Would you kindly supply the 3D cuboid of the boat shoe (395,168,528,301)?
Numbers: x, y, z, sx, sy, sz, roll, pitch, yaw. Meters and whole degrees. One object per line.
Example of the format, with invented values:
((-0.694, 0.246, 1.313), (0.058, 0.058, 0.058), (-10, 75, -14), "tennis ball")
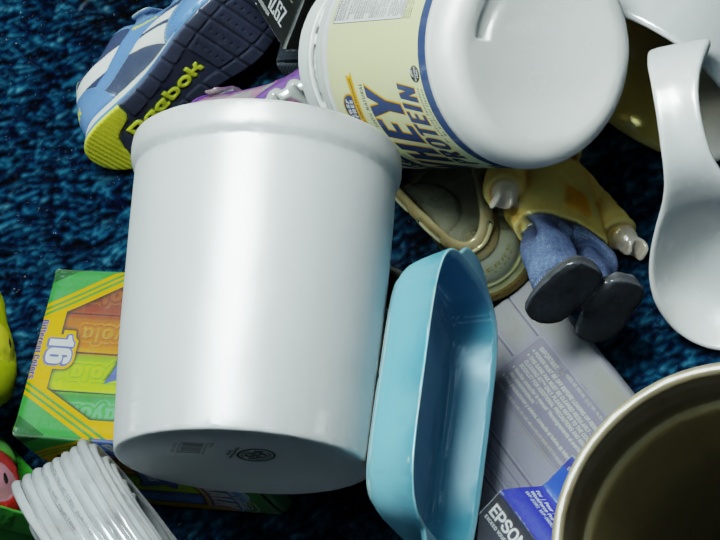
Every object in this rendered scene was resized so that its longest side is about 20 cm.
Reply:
((0.054, -0.062, 1.659), (0.073, 0.063, 0.201), (-32, 45, 7), "boat shoe")

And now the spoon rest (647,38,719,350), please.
((0.216, -0.039, 1.524), (0.099, 0.201, 0.061), (-11, 19, 21), "spoon rest")

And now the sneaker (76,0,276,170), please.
((-0.136, -0.166, 1.793), (0.200, 0.074, 0.082), (-40, 44, 12), "sneaker")

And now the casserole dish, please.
((0.043, 0.082, 1.478), (0.039, 0.121, 0.201), (-3, 63, 22), "casserole dish")

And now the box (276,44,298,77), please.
((0.036, -0.223, 1.769), (0.157, 0.051, 0.201), (2, 65, 24), "box")

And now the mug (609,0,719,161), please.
((0.209, -0.185, 1.621), (0.186, 0.150, 0.153), (26, 69, 26), "mug")

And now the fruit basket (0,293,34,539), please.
((-0.281, 0.104, 1.647), (0.216, 0.216, 0.155), (-47, 55, -5), "fruit basket")

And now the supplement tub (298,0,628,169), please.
((0.060, -0.137, 1.558), (0.200, 0.145, 0.146), (4, 61, 60), "supplement tub")

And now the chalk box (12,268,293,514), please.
((-0.106, 0.081, 1.628), (0.199, 0.124, 0.126), (1, 65, 25), "chalk box")

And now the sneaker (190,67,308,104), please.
((-0.078, -0.102, 1.735), (0.200, 0.080, 0.089), (-33, 43, 18), "sneaker")

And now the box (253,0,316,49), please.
((-0.032, -0.277, 1.694), (0.200, 0.086, 0.164), (58, 138, 37), "box")

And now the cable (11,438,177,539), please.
((-0.138, 0.198, 1.535), (0.069, 0.200, 0.200), (-36, 53, -4), "cable")

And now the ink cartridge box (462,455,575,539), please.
((0.081, 0.211, 1.498), (0.200, 0.039, 0.100), (-48, 53, 11), "ink cartridge box")

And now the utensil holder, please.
((-0.062, 0.020, 1.485), (0.169, 0.170, 0.201), (-5, 70, 22), "utensil holder")

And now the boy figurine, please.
((0.135, -0.042, 1.600), (0.065, 0.124, 0.201), (-51, 28, 34), "boy figurine")

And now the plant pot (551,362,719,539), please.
((0.228, 0.178, 1.396), (0.199, 0.174, 0.201), (-11, 59, 19), "plant pot")

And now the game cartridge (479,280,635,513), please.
((0.120, 0.112, 1.566), (0.129, 0.038, 0.200), (-35, 55, -1), "game cartridge")

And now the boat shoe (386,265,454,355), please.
((-0.004, 0.002, 1.619), (0.074, 0.087, 0.202), (-19, 33, -23), "boat shoe")
